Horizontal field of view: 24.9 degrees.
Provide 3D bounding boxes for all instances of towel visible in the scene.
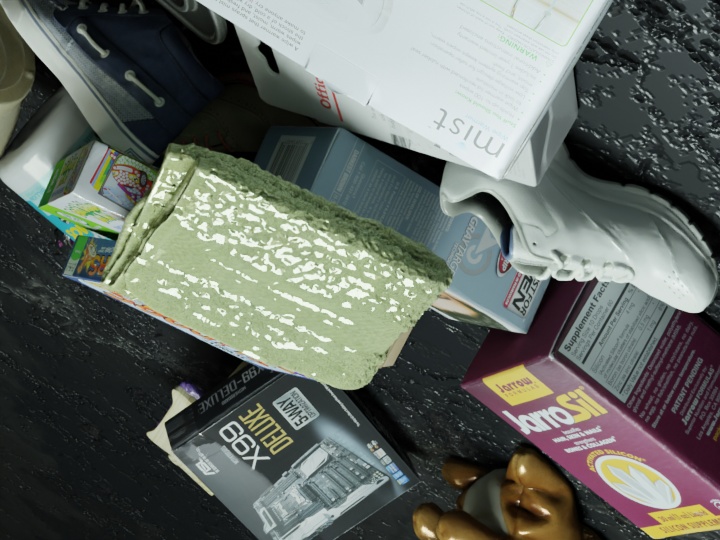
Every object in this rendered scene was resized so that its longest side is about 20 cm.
[{"bbox_3d":[-0.055,0.000,1.043,0.200,0.037,0.148,24,135,-15],"label":"towel"}]

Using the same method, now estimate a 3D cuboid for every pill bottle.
[{"bbox_3d":[-0.182,-0.056,1.308,0.200,0.111,0.111,41,152,-19],"label":"pill bottle"}]

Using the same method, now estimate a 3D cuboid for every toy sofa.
[{"bbox_3d":[-0.141,0.147,1.643,0.098,0.083,0.200,42,154,3],"label":"toy sofa"}]

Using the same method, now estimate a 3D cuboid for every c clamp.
[{"bbox_3d":[-0.139,-0.222,1.010,0.200,0.027,0.171,39,164,42],"label":"c clamp"}]

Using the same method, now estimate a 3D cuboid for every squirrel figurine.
[{"bbox_3d":[0.127,0.288,1.480,0.200,0.187,0.141,44,151,-23],"label":"squirrel figurine"}]

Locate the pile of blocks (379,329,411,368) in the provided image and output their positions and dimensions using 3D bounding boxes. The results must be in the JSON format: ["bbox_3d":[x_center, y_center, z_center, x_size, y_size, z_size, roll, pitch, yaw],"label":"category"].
[{"bbox_3d":[0.000,0.000,1.278,0.062,0.082,0.200,54,160,33],"label":"pile of blocks"}]

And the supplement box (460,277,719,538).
[{"bbox_3d":[0.196,0.091,1.161,0.200,0.103,0.131,38,155,-11],"label":"supplement box"}]

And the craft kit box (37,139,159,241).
[{"bbox_3d":[-0.122,-0.028,1.161,0.197,0.049,0.200,27,172,-15],"label":"craft kit box"}]

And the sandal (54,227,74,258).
[{"bbox_3d":[-0.225,-0.015,1.428,0.075,0.048,0.200,38,175,26],"label":"sandal"}]

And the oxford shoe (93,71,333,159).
[{"bbox_3d":[-0.107,-0.100,1.188,0.200,0.075,0.070,12,147,34],"label":"oxford shoe"}]

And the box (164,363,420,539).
[{"bbox_3d":[-0.062,0.170,1.522,0.200,0.158,0.050,52,-174,-35],"label":"box"}]

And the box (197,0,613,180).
[{"bbox_3d":[0.034,-0.174,0.816,0.200,0.097,0.177,30,130,3],"label":"box"}]

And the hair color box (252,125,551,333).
[{"bbox_3d":[0.027,-0.028,1.115,0.200,0.061,0.099,29,171,-29],"label":"hair color box"}]

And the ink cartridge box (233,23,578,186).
[{"bbox_3d":[0.026,-0.135,0.993,0.200,0.067,0.116,19,152,24],"label":"ink cartridge box"}]

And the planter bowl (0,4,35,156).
[{"bbox_3d":[-0.336,-0.151,1.246,0.135,0.200,0.200,-26,122,30],"label":"planter bowl"}]

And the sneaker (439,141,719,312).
[{"bbox_3d":[0.136,-0.024,1.046,0.200,0.087,0.075,30,152,0],"label":"sneaker"}]

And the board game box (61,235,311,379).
[{"bbox_3d":[-0.109,0.032,1.232,0.200,0.034,0.135,28,168,-35],"label":"board game box"}]

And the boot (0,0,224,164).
[{"bbox_3d":[-0.180,-0.166,1.173,0.200,0.090,0.073,51,-175,22],"label":"boot"}]
